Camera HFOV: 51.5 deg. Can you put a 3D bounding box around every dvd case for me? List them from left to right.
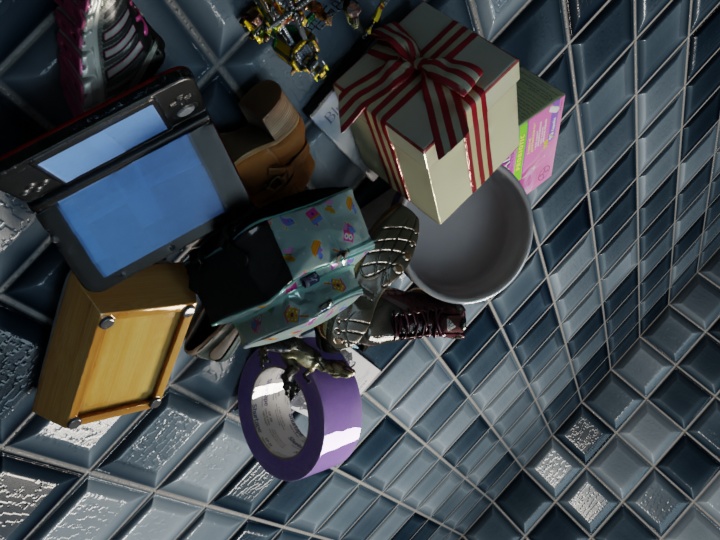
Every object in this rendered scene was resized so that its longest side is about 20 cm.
[{"bbox_3d":[-0.049,0.209,1.365,0.151,0.025,0.200,-48,150,-2],"label":"dvd case"},{"bbox_3d":[0.019,-0.216,0.994,0.143,0.018,0.199,-50,149,3],"label":"dvd case"}]

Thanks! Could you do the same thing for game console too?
[{"bbox_3d":[-0.216,-0.077,0.708,0.197,0.121,0.172,-30,180,-7],"label":"game console"}]

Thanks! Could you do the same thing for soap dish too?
[{"bbox_3d":[-0.286,0.088,0.882,0.155,0.081,0.203,-6,130,-49],"label":"soap dish"}]

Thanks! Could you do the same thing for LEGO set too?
[{"bbox_3d":[-0.019,-0.287,0.773,0.199,0.116,0.155,-42,148,-10],"label":"LEGO set"}]

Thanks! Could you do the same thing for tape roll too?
[{"bbox_3d":[-0.095,0.208,1.137,0.084,0.200,0.203,-6,130,-48],"label":"tape roll"}]

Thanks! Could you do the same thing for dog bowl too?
[{"bbox_3d":[0.138,-0.060,1.051,0.201,0.200,0.079,-47,-169,-1],"label":"dog bowl"}]

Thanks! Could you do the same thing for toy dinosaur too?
[{"bbox_3d":[-0.102,0.115,1.025,0.048,0.198,0.089,-49,-170,35],"label":"toy dinosaur"}]

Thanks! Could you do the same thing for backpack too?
[{"bbox_3d":[-0.078,-0.009,0.872,0.174,0.155,0.199,-27,-173,48],"label":"backpack"}]

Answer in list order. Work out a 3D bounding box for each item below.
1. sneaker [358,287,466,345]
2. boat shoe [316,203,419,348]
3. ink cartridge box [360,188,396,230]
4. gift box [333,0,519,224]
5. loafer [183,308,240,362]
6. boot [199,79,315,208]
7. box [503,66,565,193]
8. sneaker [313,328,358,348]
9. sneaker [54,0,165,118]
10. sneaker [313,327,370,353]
[{"bbox_3d":[0.085,0.066,1.039,0.198,0.113,0.078,-15,112,-54],"label":"sneaker"},{"bbox_3d":[0.000,0.000,0.971,0.075,0.073,0.202,40,80,-37],"label":"boat shoe"},{"bbox_3d":[0.053,-0.078,1.163,0.198,0.044,0.095,-35,145,-21],"label":"ink cartridge box"},{"bbox_3d":[0.082,-0.185,0.915,0.201,0.183,0.188,-47,151,-14],"label":"gift box"},{"bbox_3d":[-0.172,0.039,0.986,0.062,0.072,0.203,6,121,-45],"label":"loafer"},{"bbox_3d":[-0.140,-0.110,0.874,0.201,0.076,0.156,-50,154,-12],"label":"boot"},{"bbox_3d":[0.220,-0.190,1.200,0.198,0.097,0.178,-35,146,-21],"label":"box"},{"bbox_3d":[-0.059,0.047,1.133,0.077,0.081,0.200,-47,129,1],"label":"sneaker"},{"bbox_3d":[-0.214,-0.217,0.652,0.086,0.074,0.203,-22,144,-36],"label":"sneaker"},{"bbox_3d":[-0.043,0.068,1.060,0.198,0.070,0.101,25,102,-36],"label":"sneaker"}]
